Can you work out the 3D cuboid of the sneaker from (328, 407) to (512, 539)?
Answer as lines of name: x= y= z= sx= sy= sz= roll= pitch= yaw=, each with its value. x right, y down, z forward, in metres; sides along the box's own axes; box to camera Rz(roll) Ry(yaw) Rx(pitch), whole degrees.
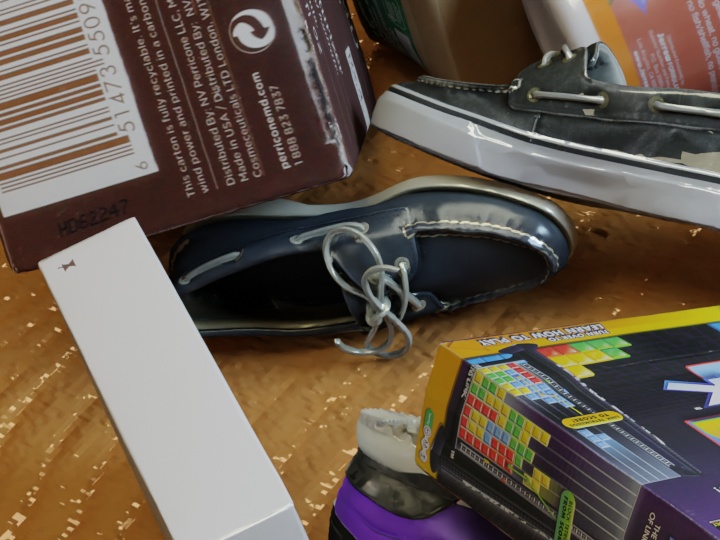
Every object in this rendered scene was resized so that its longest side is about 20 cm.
sneaker: x=0.071 y=0.136 z=1.043 sx=0.200 sy=0.070 sz=0.100 roll=26 pitch=97 yaw=26

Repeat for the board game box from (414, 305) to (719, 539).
board game box: x=0.148 y=0.074 z=1.005 sx=0.200 sy=0.057 sz=0.165 roll=-7 pitch=27 yaw=-38

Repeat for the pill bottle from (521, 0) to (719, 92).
pill bottle: x=0.181 y=-0.147 z=1.265 sx=0.200 sy=0.112 sz=0.112 roll=-25 pitch=40 yaw=-2

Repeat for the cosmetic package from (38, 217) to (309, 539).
cosmetic package: x=-0.060 y=0.094 z=1.083 sx=0.052 sy=0.151 sz=0.200 roll=-27 pitch=41 yaw=-5

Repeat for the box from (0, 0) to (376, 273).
box: x=-0.097 y=-0.114 z=1.261 sx=0.164 sy=0.166 sz=0.200 roll=-17 pitch=11 yaw=7

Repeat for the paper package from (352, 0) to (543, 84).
paper package: x=0.073 y=-0.215 z=1.321 sx=0.190 sy=0.200 sz=0.103 roll=-33 pitch=42 yaw=-13

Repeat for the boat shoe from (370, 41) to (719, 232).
boat shoe: x=0.101 y=-0.066 z=1.189 sx=0.200 sy=0.072 sz=0.071 roll=15 pitch=90 yaw=26

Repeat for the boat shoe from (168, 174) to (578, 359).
boat shoe: x=0.000 y=0.000 z=1.215 sx=0.199 sy=0.075 sz=0.062 roll=0 pitch=45 yaw=21
